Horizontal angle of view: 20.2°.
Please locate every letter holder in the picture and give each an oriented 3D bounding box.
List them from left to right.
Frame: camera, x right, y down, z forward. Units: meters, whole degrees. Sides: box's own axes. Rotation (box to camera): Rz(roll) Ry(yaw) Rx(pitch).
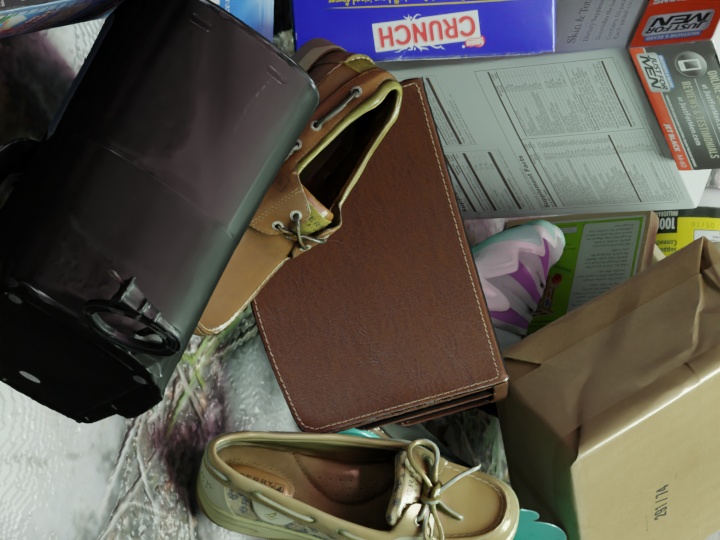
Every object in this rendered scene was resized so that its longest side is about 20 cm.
[{"bbox_3d":[0.000,0.000,1.291,0.101,0.142,0.201,70,4,-80],"label":"letter holder"}]

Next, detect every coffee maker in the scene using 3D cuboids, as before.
[{"bbox_3d":[-0.106,-0.035,1.043,0.135,0.192,0.200,46,59,-38],"label":"coffee maker"}]

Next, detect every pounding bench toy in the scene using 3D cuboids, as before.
[{"bbox_3d":[0.220,0.046,1.540,0.156,0.200,0.125,43,52,-46],"label":"pounding bench toy"}]

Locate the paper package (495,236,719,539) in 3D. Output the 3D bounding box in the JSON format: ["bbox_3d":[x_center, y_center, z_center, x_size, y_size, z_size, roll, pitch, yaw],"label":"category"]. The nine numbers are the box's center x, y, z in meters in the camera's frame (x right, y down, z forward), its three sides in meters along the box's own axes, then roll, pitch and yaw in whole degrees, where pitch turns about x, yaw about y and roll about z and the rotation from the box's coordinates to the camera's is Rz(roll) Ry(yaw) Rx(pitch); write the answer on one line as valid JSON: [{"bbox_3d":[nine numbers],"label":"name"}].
[{"bbox_3d":[0.198,0.107,1.395,0.190,0.104,0.200,-30,141,-12],"label":"paper package"}]

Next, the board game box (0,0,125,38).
[{"bbox_3d":[-0.153,-0.213,1.091,0.200,0.062,0.201,0,76,-47],"label":"board game box"}]

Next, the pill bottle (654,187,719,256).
[{"bbox_3d":[0.284,0.035,1.718,0.112,0.112,0.201,13,77,-55],"label":"pill bottle"}]

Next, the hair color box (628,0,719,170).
[{"bbox_3d":[0.251,-0.174,1.362,0.111,0.064,0.200,61,41,-35],"label":"hair color box"}]

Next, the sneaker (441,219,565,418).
[{"bbox_3d":[0.100,0.050,1.444,0.200,0.078,0.140,-24,87,-45],"label":"sneaker"}]

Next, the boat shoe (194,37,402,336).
[{"bbox_3d":[-0.048,-0.043,1.205,0.200,0.068,0.072,-61,148,-1],"label":"boat shoe"}]

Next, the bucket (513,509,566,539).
[{"bbox_3d":[0.047,0.252,1.332,0.207,0.134,0.208,5,84,-55],"label":"bucket"}]

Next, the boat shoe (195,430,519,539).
[{"bbox_3d":[0.001,0.136,1.219,0.063,0.199,0.074,107,-13,-62],"label":"boat shoe"}]

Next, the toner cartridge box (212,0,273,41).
[{"bbox_3d":[-0.095,-0.174,1.219,0.095,0.043,0.201,6,84,-57],"label":"toner cartridge box"}]

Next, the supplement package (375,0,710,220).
[{"bbox_3d":[0.144,-0.143,1.436,0.151,0.200,0.152,58,44,-36],"label":"supplement package"}]

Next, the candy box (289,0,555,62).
[{"bbox_3d":[0.034,-0.236,1.260,0.077,0.169,0.201,-92,180,-66],"label":"candy box"}]

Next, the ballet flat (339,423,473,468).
[{"bbox_3d":[0.040,0.125,1.392,0.200,0.068,0.069,49,41,-44],"label":"ballet flat"}]
